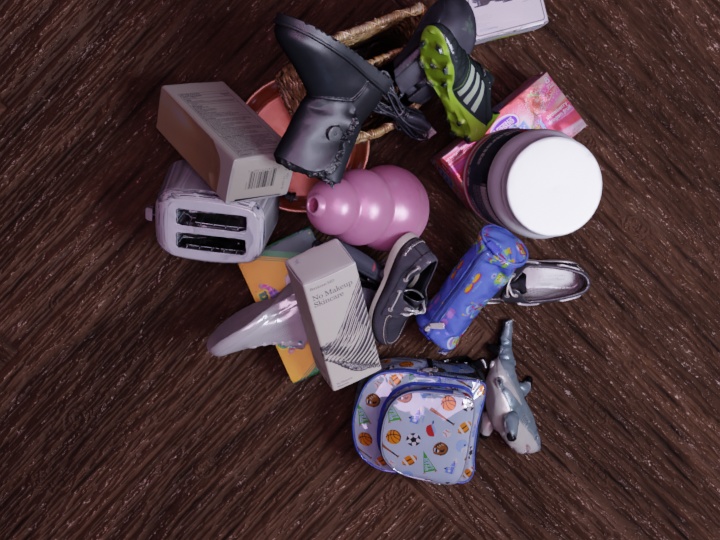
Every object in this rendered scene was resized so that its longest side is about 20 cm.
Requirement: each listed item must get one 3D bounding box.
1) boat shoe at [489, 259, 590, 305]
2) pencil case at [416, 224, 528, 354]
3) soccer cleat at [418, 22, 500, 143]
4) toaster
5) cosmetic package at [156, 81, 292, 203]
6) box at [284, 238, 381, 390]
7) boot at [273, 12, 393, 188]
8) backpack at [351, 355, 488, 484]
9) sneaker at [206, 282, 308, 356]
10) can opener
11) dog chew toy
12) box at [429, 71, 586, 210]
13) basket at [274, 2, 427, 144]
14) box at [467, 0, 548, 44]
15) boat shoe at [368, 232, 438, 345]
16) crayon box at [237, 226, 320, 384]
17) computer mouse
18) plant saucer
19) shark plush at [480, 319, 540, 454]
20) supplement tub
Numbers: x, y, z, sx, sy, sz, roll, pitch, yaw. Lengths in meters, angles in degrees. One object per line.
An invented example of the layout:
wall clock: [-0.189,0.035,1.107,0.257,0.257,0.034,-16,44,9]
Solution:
boat shoe: [0.243,0.019,1.490,0.200,0.060,0.074,1,100,-4]
pencil case: [0.154,0.027,1.433,0.078,0.087,0.200,45,121,16]
soccer cleat: [0.134,-0.259,1.333,0.081,0.067,0.200,-45,138,-16]
toaster: [-0.194,-0.080,1.394,0.200,0.129,0.114,8,119,1]
cosmetic package: [-0.186,-0.179,1.365,0.105,0.200,0.071,-12,134,-36]
box: [-0.035,0.063,1.356,0.082,0.068,0.200,-25,130,-12]
boot: [-0.063,-0.207,1.254,0.200,0.076,0.168,26,95,-45]
backpack: [0.081,0.218,1.453,0.190,0.154,0.200,9,96,5]
sneaker: [-0.116,0.082,1.407,0.200,0.075,0.089,-29,112,0]
can opener: [0.000,0.000,1.421,0.063,0.200,0.079,-10,62,24]
dog chew toy: [0.004,-0.088,1.400,0.200,0.124,0.125,-2,95,-46]
box: [0.213,-0.187,1.457,0.200,0.095,0.103,-39,97,-2]
basket: [0.009,-0.257,1.379,0.200,0.149,0.143,-26,95,-27]
box: [0.190,-0.440,1.457,0.116,0.060,0.200,-16,94,-4]
boat shoe: [0.063,0.041,1.429,0.063,0.073,0.200,37,133,28]
crayon box: [-0.087,0.049,1.466,0.119,0.058,0.200,-25,96,-2]
computer mouse: [0.102,-0.281,1.364,0.138,0.053,0.200,30,92,-44]
plant saucer: [-0.087,-0.185,1.465,0.200,0.032,0.201,0,94,-4]
shark plush: [0.225,0.179,1.518,0.083,0.091,0.200,-2,73,-24]
supplement tub: [0.223,-0.117,1.315,0.140,0.200,0.141,-1,98,-8]
